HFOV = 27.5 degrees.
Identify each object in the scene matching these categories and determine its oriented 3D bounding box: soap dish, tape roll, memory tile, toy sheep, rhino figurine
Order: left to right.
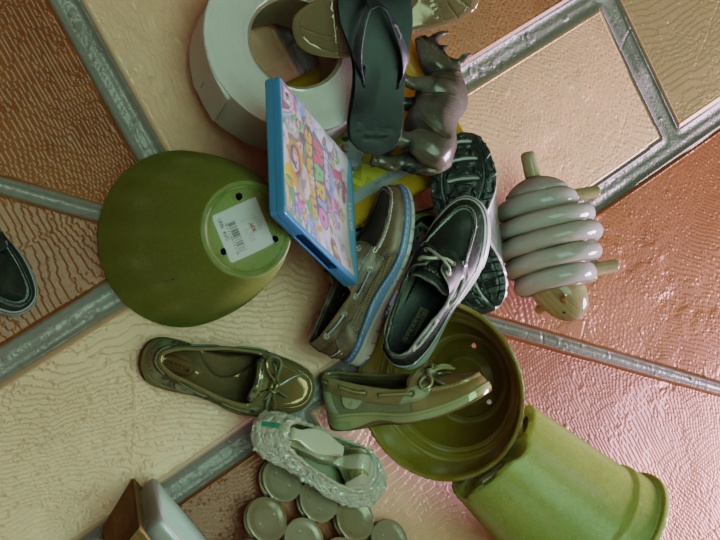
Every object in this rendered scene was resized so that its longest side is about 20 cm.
[{"bbox_3d":[-0.181,0.318,1.484,0.081,0.157,0.200,-36,104,-4],"label":"soap dish"},{"bbox_3d":[-0.079,-0.228,1.555,0.201,0.071,0.204,6,73,-19],"label":"tape roll"},{"bbox_3d":[-0.044,0.304,1.591,0.199,0.017,0.154,33,56,-20],"label":"memory tile"},{"bbox_3d":[0.074,-0.185,1.607,0.087,0.060,0.201,18,58,-5],"label":"rhino figurine"},{"bbox_3d":[0.218,-0.039,1.686,0.137,0.138,0.201,-11,79,-24],"label":"toy sheep"}]

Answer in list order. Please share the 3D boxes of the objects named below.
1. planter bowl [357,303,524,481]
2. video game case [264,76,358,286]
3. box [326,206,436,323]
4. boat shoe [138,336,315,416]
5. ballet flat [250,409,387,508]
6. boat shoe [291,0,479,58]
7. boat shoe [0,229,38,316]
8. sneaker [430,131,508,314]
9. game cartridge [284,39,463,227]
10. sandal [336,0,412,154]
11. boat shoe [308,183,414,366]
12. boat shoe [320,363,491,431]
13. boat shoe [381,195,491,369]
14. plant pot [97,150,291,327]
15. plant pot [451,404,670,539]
[{"bbox_3d":[0.102,0.125,1.627,0.083,0.199,0.202,-16,97,-62],"label":"planter bowl"},{"bbox_3d":[-0.046,-0.084,1.456,0.018,0.200,0.144,-11,67,17],"label":"video game case"},{"bbox_3d":[0.058,-0.008,1.659,0.199,0.035,0.111,-17,96,-24],"label":"box"},{"bbox_3d":[-0.133,0.115,1.553,0.199,0.063,0.074,10,84,-25],"label":"boat shoe"},{"bbox_3d":[-0.031,0.204,1.572,0.199,0.072,0.072,28,77,-36],"label":"ballet flat"},{"bbox_3d":[0.024,-0.271,1.531,0.199,0.065,0.072,-18,106,-5],"label":"boat shoe"},{"bbox_3d":[-0.389,-0.035,1.441,0.069,0.057,0.200,-43,106,-19],"label":"boat shoe"},{"bbox_3d":[0.120,-0.052,1.625,0.073,0.079,0.202,-6,89,7],"label":"sneaker"},{"bbox_3d":[0.010,-0.155,1.624,0.199,0.032,0.177,-30,90,-22],"label":"game cartridge"},{"bbox_3d":[0.020,-0.217,1.486,0.076,0.043,0.201,-7,105,-8],"label":"sandal"},{"bbox_3d":[0.000,0.000,1.563,0.072,0.072,0.201,15,92,-24],"label":"boat shoe"},{"bbox_3d":[0.045,0.126,1.572,0.073,0.200,0.064,-22,98,-53],"label":"boat shoe"},{"bbox_3d":[0.081,0.009,1.545,0.070,0.064,0.201,22,79,14],"label":"boat shoe"},{"bbox_3d":[-0.148,-0.035,1.474,0.186,0.200,0.188,0,89,-25],"label":"plant pot"},{"bbox_3d":[0.209,0.254,1.639,0.184,0.200,0.201,41,73,-15],"label":"plant pot"}]
